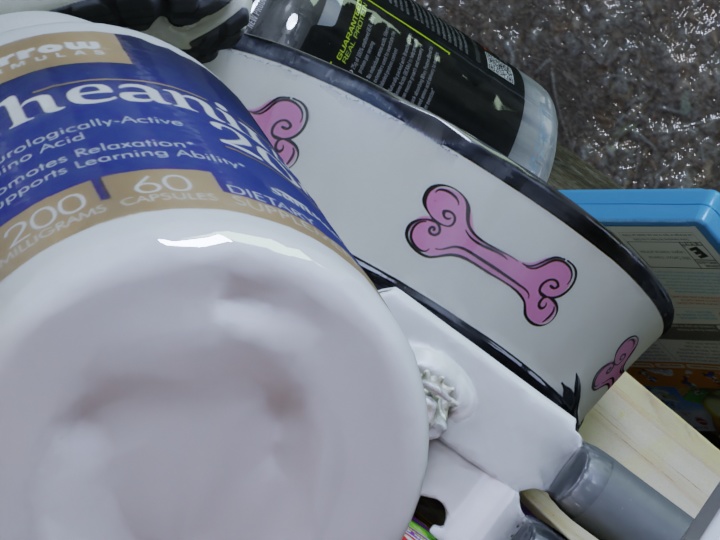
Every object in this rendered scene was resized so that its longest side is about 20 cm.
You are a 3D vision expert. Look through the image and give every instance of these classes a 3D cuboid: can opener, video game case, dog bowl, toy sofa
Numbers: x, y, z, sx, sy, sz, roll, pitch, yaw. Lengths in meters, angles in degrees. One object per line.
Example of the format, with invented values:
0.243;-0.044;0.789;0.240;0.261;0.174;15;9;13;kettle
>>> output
0.063;0.075;0.759;0.200;0.053;0.066;36;4;-5;can opener
0.139;0.035;1.032;0.143;0.018;0.200;1;-37;49;video game case
0.000;0.000;0.859;0.200;0.074;0.200;28;-11;6;dog bowl
0.095;0.081;0.942;0.200;0.098;0.083;41;-21;35;toy sofa

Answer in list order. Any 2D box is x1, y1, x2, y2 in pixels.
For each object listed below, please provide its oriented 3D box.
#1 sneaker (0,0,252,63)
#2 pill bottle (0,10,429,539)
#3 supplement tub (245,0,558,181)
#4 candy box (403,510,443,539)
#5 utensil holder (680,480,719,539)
-0.120;-0.093;0.803;0.200;0.080;0.078;-8;-21;21;sneaker
-0.063;0.005;0.617;0.111;0.111;0.200;30;11;-26;pill bottle
-0.011;-0.086;1.271;0.200;0.123;0.123;32;9;-23;supplement tub
-0.017;0.069;0.739;0.200;0.026;0.102;37;11;18;candy box
0.143;0.129;0.549;0.200;0.170;0.170;35;9;8;utensil holder
